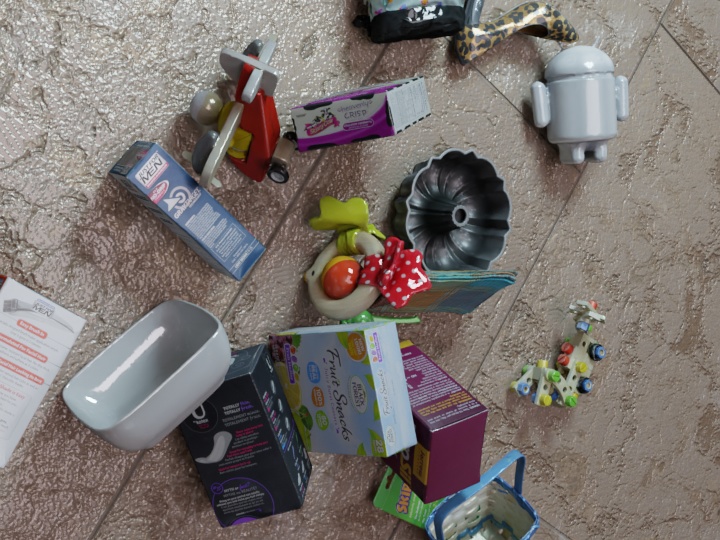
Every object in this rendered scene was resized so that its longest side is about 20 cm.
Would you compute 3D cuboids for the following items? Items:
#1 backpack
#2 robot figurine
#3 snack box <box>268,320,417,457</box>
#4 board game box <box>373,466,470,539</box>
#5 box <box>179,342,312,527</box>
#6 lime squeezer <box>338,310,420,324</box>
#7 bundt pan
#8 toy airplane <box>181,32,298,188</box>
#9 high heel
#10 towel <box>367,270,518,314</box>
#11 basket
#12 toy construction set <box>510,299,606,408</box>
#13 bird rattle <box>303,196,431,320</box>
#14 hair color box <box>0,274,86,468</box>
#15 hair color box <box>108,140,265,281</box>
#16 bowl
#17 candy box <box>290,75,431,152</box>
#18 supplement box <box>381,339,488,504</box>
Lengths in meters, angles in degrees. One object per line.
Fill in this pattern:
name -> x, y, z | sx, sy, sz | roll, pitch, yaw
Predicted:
backpack -> 0.076, -0.436, 1.422 | 0.165, 0.126, 0.202 | -10, 96, -27
robot figurine -> 0.356, -0.274, 1.610 | 0.168, 0.113, 0.203 | -5, 97, -14
snack box -> -0.028, 0.159, 1.349 | 0.067, 0.199, 0.171 | -14, 94, -45
board game box -> 0.105, 0.355, 1.558 | 0.199, 0.030, 0.096 | 32, 77, -32
box -> -0.155, 0.217, 1.318 | 0.121, 0.106, 0.202 | -16, 106, 10
lime squeezer -> -0.012, 0.101, 1.457 | 0.199, 0.038, 0.071 | -35, 117, -8
bundt pan -> 0.131, -0.084, 1.510 | 0.200, 0.076, 0.204 | -3, 96, -31
toy airplane -> -0.158, -0.208, 1.278 | 0.200, 0.140, 0.201 | -31, 131, -71
high heel -> 0.241, -0.354, 1.551 | 0.198, 0.071, 0.144 | 20, 77, -13
towel -> 0.117, 0.035, 1.478 | 0.198, 0.147, 0.022 | 0, 67, -31
basket -> 0.180, 0.380, 1.499 | 0.175, 0.139, 0.201 | -28, 139, -26
toy construction set -> 0.343, 0.145, 1.655 | 0.131, 0.092, 0.201 | 34, 88, -28
bird rattle -> 0.000, 0.000, 1.383 | 0.163, 0.200, 0.112 | -47, 143, 12
hair color box -> -0.431, 0.119, 1.195 | 0.110, 0.064, 0.201 | 33, 78, -27
hair color box -> -0.222, -0.077, 1.282 | 0.200, 0.100, 0.061 | 45, 78, -26
bowl -> -0.254, 0.134, 1.226 | 0.200, 0.199, 0.075 | -44, 119, -18
candy box -> 0.005, -0.213, 1.335 | 0.200, 0.135, 0.062 | -42, 123, -67
supplement box -> 0.079, 0.211, 1.413 | 0.102, 0.200, 0.132 | -14, 123, -29
